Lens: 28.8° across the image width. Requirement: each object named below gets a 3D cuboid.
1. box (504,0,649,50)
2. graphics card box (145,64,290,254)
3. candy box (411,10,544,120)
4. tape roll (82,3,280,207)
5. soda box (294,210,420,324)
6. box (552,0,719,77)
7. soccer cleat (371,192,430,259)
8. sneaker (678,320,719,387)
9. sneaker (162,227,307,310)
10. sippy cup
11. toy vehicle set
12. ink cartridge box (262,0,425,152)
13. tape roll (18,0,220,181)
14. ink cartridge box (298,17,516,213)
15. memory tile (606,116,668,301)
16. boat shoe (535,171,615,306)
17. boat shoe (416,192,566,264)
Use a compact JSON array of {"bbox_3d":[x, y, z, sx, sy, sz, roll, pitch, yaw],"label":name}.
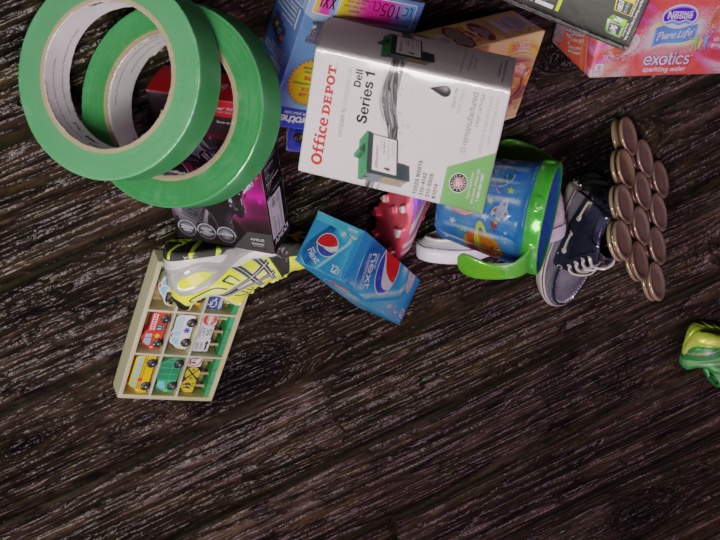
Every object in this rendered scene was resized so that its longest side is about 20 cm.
[{"bbox_3d":[0.231,-0.359,1.467,0.192,0.048,0.201,23,119,3],"label":"box"},{"bbox_3d":[-0.149,-0.116,1.497,0.125,0.051,0.201,10,133,18],"label":"graphics card box"},{"bbox_3d":[0.109,-0.209,1.536,0.199,0.055,0.116,-21,138,-42],"label":"candy box"},{"bbox_3d":[-0.178,-0.163,1.391,0.201,0.200,0.048,-50,166,16],"label":"tape roll"},{"bbox_3d":[0.000,0.000,1.631,0.064,0.068,0.200,-64,154,-6],"label":"soda box"},{"bbox_3d":[0.335,-0.289,1.607,0.199,0.095,0.103,-4,125,-23],"label":"box"},{"bbox_3d":[0.067,-0.098,1.652,0.076,0.067,0.201,-13,131,-32],"label":"soccer cleat"},{"bbox_3d":[0.545,0.131,2.052,0.199,0.074,0.084,17,114,-24],"label":"sneaker"},{"bbox_3d":[-0.133,-0.005,1.604,0.199,0.075,0.077,-7,112,-25],"label":"sneaker"},{"bbox_3d":[0.159,-0.074,1.636,0.129,0.178,0.141,13,107,13],"label":"sippy cup"},{"bbox_3d":[-0.211,0.069,1.669,0.124,0.027,0.201,4,123,-28],"label":"toy vehicle set"},{"bbox_3d":[-0.034,-0.222,1.498,0.136,0.076,0.201,5,124,-28],"label":"ink cartridge box"},{"bbox_3d":[-0.234,-0.187,1.352,0.201,0.200,0.048,-49,168,16],"label":"tape roll"},{"bbox_3d":[0.045,-0.157,1.418,0.199,0.084,0.147,12,123,4],"label":"ink cartridge box"},{"bbox_3d":[0.342,-0.076,1.728,0.017,0.201,0.153,-11,146,33],"label":"memory tile"},{"bbox_3d":[0.285,-0.018,1.793,0.074,0.093,0.201,-7,127,-21],"label":"boat shoe"},{"bbox_3d":[0.159,-0.059,1.728,0.199,0.074,0.066,-14,115,-20],"label":"boat shoe"}]
